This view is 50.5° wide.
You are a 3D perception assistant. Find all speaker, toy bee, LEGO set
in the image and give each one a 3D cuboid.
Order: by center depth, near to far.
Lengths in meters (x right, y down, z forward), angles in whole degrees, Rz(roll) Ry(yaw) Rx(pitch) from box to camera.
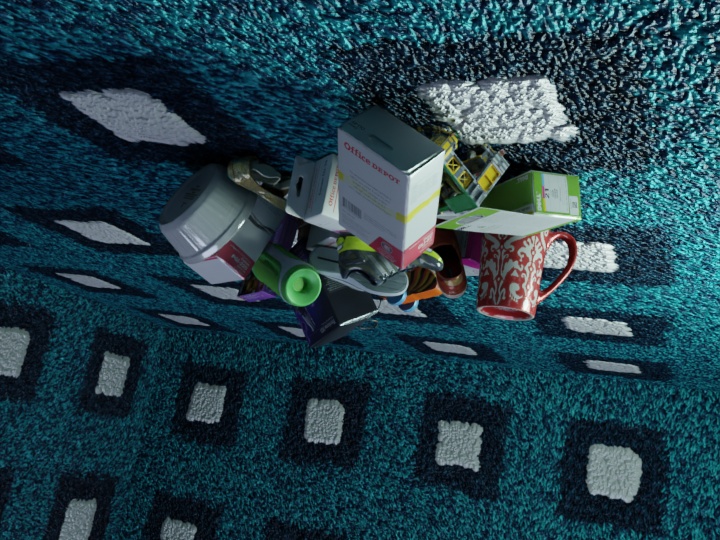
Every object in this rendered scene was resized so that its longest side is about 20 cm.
[{"bbox_3d":[0.134,-0.168,1.201,0.154,0.116,0.200,44,154,-9],"label":"LEGO set"},{"bbox_3d":[-0.148,0.005,1.483,0.088,0.089,0.200,19,-174,-30],"label":"speaker"},{"bbox_3d":[0.073,0.032,1.604,0.199,0.109,0.131,-16,152,6],"label":"toy bee"}]

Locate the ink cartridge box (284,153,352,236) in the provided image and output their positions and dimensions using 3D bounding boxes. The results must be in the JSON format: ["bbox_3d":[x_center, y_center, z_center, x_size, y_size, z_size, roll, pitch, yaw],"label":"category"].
[{"bbox_3d":[-0.028,-0.130,1.371,0.199,0.117,0.067,18,164,-30],"label":"ink cartridge box"}]

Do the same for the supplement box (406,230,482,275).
[{"bbox_3d":[0.181,-0.048,1.577,0.199,0.104,0.101,-1,161,43],"label":"supplement box"}]

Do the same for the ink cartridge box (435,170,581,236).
[{"bbox_3d":[0.238,-0.112,1.256,0.199,0.076,0.148,4,170,-25],"label":"ink cartridge box"}]

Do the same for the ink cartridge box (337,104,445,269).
[{"bbox_3d":[0.042,-0.124,1.151,0.145,0.083,0.201,38,149,27],"label":"ink cartridge box"}]

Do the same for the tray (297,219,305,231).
[{"bbox_3d":[-0.033,-0.092,1.700,0.199,0.037,0.099,14,166,-12],"label":"tray"}]

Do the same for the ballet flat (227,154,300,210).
[{"bbox_3d":[-0.164,-0.165,1.457,0.070,0.071,0.199,-2,161,41],"label":"ballet flat"}]

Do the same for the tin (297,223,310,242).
[{"bbox_3d":[-0.081,-0.058,1.723,0.111,0.042,0.200,5,165,5],"label":"tin"}]

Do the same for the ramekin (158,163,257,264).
[{"bbox_3d":[-0.303,-0.118,1.480,0.094,0.203,0.202,44,150,-28],"label":"ramekin"}]

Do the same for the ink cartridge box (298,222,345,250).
[{"bbox_3d":[-0.008,-0.090,1.500,0.199,0.126,0.128,18,164,-23],"label":"ink cartridge box"}]

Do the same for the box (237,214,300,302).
[{"bbox_3d":[-0.205,-0.033,1.713,0.039,0.201,0.137,25,160,-28],"label":"box"}]

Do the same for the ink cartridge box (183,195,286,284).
[{"bbox_3d":[-0.246,-0.078,1.541,0.085,0.201,0.145,42,152,-28],"label":"ink cartridge box"}]

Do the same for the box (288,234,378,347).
[{"bbox_3d":[-0.074,0.037,1.587,0.104,0.201,0.148,-17,166,-35],"label":"box"}]

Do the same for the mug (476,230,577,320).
[{"bbox_3d":[0.301,-0.015,1.415,0.176,0.201,0.133,4,164,25],"label":"mug"}]

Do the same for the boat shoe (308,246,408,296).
[{"bbox_3d":[0.000,0.000,1.464,0.199,0.074,0.067,20,170,13],"label":"boat shoe"}]

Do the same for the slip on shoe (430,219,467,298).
[{"bbox_3d":[0.157,-0.044,1.463,0.074,0.201,0.061,-14,147,0],"label":"slip on shoe"}]

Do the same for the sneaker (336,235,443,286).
[{"bbox_3d":[0.051,-0.010,1.387,0.198,0.082,0.074,5,168,2],"label":"sneaker"}]

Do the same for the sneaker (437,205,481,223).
[{"bbox_3d":[0.152,-0.113,1.376,0.198,0.075,0.082,10,157,-2],"label":"sneaker"}]
